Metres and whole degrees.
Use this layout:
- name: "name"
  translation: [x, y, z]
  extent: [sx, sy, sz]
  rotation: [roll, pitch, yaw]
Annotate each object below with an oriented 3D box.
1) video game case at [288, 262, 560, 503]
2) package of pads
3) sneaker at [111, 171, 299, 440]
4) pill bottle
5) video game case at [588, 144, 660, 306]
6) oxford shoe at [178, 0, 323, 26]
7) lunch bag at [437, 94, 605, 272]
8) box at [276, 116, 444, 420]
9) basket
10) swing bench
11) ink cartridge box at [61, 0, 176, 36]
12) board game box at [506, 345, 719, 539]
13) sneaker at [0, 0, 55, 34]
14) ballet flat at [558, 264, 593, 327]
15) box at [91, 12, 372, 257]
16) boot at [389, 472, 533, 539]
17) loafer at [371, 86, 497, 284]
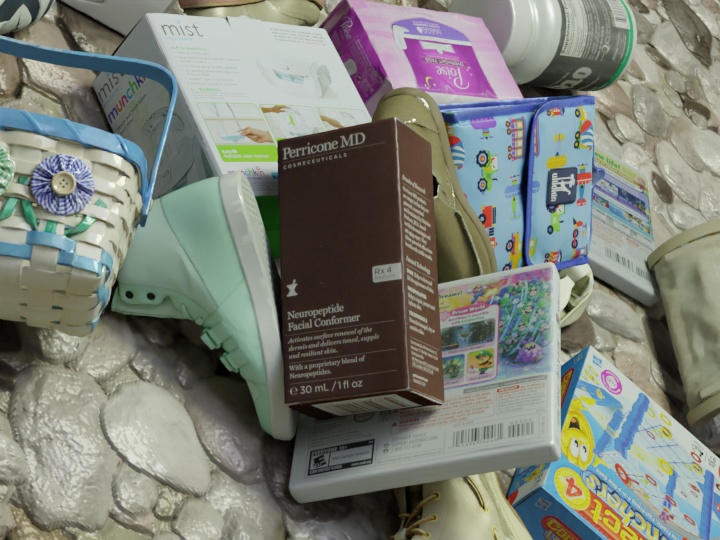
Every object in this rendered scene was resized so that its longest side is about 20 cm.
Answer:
- name: "video game case"
  translation: [0.051, 0.081, 1.164]
  extent: [0.183, 0.199, 0.024]
  rotation: [-83, 154, -46]
- name: "package of pads"
  translation: [0.059, -0.186, 1.494]
  extent: [0.199, 0.076, 0.121]
  rotation: [-1, 56, -44]
- name: "sneaker"
  translation: [-0.114, 0.036, 1.143]
  extent: [0.074, 0.118, 0.201]
  rotation: [-72, 148, -75]
- name: "pill bottle"
  translation: [0.189, -0.249, 1.646]
  extent: [0.199, 0.113, 0.114]
  rotation: [-1, 58, -44]
- name: "video game case"
  translation: [0.218, -0.074, 1.592]
  extent: [0.199, 0.022, 0.183]
  rotation: [28, 41, -23]
- name: "oxford shoe"
  translation: [-0.097, -0.217, 1.396]
  extent: [0.200, 0.070, 0.074]
  rotation: [-15, 104, -57]
- name: "lunch bag"
  translation: [0.130, -0.071, 1.357]
  extent: [0.199, 0.094, 0.151]
  rotation: [-9, 103, -34]
- name: "box"
  translation: [0.000, 0.000, 1.133]
  extent: [0.075, 0.100, 0.201]
  rotation: [30, 54, -61]
- name: "basket"
  translation: [-0.216, -0.067, 1.047]
  extent: [0.175, 0.139, 0.201]
  rotation: [8, 57, -10]
- name: "swing bench"
  translation: [0.403, 0.067, 1.538]
  extent: [0.199, 0.130, 0.200]
  rotation: [24, 44, -36]
- name: "ink cartridge box"
  translation: [-0.215, -0.313, 1.337]
  extent: [0.145, 0.085, 0.201]
  rotation: [26, 44, -25]
- name: "board game box"
  translation: [0.229, 0.195, 1.330]
  extent: [0.200, 0.056, 0.196]
  rotation: [40, 37, -9]
- name: "sneaker"
  translation: [-0.327, -0.246, 1.170]
  extent: [0.199, 0.079, 0.130]
  rotation: [49, 27, -13]
- name: "ballet flat"
  translation: [0.178, 0.020, 1.431]
  extent: [0.070, 0.069, 0.200]
  rotation: [48, 37, 2]
- name: "box"
  translation: [-0.087, -0.108, 1.265]
  extent: [0.199, 0.097, 0.177]
  rotation: [-5, 60, -46]
- name: "boot"
  translation: [0.039, 0.185, 1.144]
  extent: [0.155, 0.073, 0.201]
  rotation: [-22, 78, -52]
- name: "loafer"
  translation: [0.048, -0.041, 1.232]
  extent: [0.067, 0.076, 0.201]
  rotation: [-39, 111, -54]
